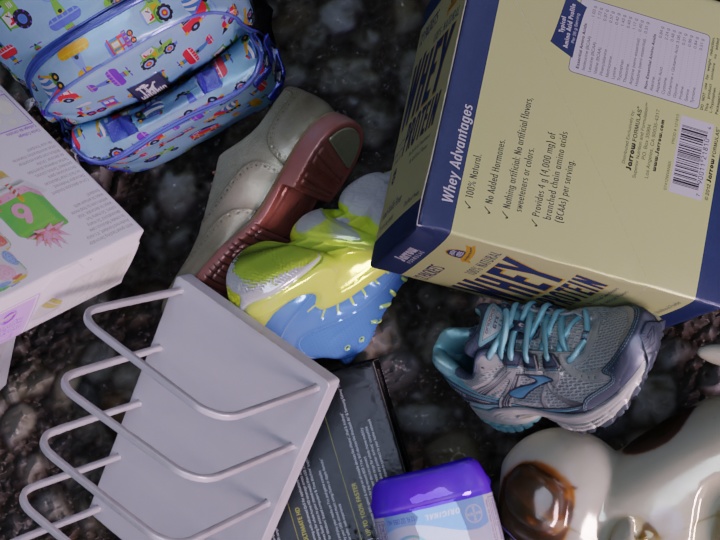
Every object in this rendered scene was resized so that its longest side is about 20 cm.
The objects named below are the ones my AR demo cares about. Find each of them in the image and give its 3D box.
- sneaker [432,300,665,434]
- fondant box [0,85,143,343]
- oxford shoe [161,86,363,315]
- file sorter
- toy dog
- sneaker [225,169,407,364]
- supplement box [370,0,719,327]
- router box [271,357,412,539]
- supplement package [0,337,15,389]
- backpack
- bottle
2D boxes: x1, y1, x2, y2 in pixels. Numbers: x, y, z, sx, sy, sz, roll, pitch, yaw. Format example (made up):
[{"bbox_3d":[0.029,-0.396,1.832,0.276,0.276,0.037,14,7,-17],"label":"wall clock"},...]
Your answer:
[{"bbox_3d":[0.114,0.057,0.963,0.086,0.200,0.078,36,61,-17],"label":"sneaker"},{"bbox_3d":[-0.262,-0.050,0.956,0.200,0.144,0.058,43,132,15],"label":"fondant box"},{"bbox_3d":[-0.082,-0.041,1.060,0.074,0.071,0.200,41,92,30],"label":"oxford shoe"},{"bbox_3d":[-0.133,0.129,0.966,0.139,0.124,0.201,33,112,24],"label":"file sorter"},{"bbox_3d":[0.190,0.154,0.982,0.199,0.140,0.195,-5,108,11],"label":"toy dog"},{"bbox_3d":[0.000,0.000,1.050,0.199,0.076,0.105,-24,129,-16],"label":"sneaker"},{"bbox_3d":[0.133,-0.082,0.964,0.199,0.134,0.201,15,77,-9],"label":"supplement box"},{"bbox_3d":[-0.030,0.178,1.045,0.148,0.051,0.201,-17,87,5],"label":"router box"},{"bbox_3d":[-0.348,0.061,0.978,0.152,0.151,0.200,35,52,5],"label":"supplement package"},{"bbox_3d":[-0.151,-0.156,0.991,0.182,0.200,0.135,-27,86,2],"label":"backpack"},{"bbox_3d":[0.065,0.228,0.971,0.083,0.065,0.201,-13,83,4],"label":"bottle"}]
